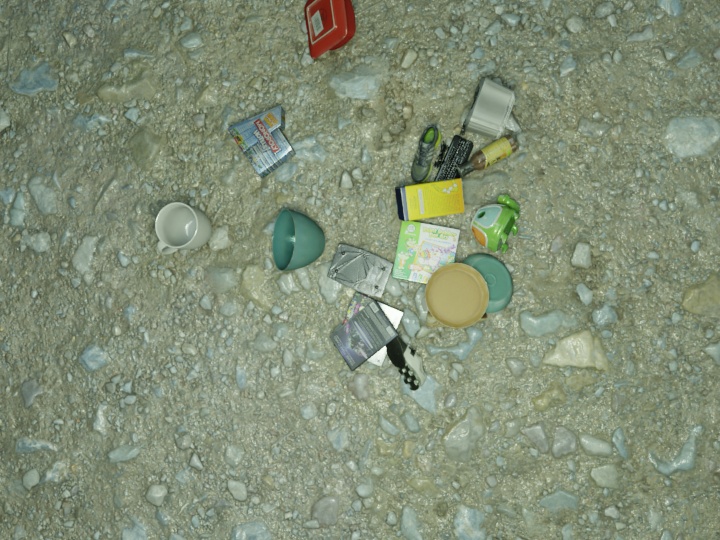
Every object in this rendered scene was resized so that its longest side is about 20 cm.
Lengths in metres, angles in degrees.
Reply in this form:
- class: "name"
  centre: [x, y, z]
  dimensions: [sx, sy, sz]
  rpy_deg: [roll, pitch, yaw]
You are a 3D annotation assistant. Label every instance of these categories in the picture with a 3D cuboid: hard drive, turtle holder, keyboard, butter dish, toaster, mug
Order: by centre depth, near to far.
- class: "turtle holder"
  centre: [0.436, -0.160, 1.639]
  dimensions: [0.131, 0.141, 0.187]
  rpy_deg: [27, 100, 23]
- class: "toaster"
  centre: [0.417, -0.517, 1.664]
  dimensions: [0.128, 0.114, 0.202]
  rpy_deg: [21, 89, 4]
- class: "keyboard"
  centre: [0.297, -0.356, 1.708]
  dimensions: [0.103, 0.040, 0.202]
  rpy_deg: [24, 90, 6]
- class: "butter dish"
  centre: [-0.080, -0.833, 1.717]
  dimensions: [0.198, 0.147, 0.203]
  rpy_deg: [-10, 88, 46]
- class: "hard drive"
  centre: [0.000, 0.000, 1.726]
  dimensions: [0.198, 0.042, 0.136]
  rpy_deg: [21, 90, 6]
- class: "mug"
  centre: [-0.602, -0.126, 1.728]
  dimensions: [0.200, 0.175, 0.148]
  rpy_deg: [-40, 84, 4]

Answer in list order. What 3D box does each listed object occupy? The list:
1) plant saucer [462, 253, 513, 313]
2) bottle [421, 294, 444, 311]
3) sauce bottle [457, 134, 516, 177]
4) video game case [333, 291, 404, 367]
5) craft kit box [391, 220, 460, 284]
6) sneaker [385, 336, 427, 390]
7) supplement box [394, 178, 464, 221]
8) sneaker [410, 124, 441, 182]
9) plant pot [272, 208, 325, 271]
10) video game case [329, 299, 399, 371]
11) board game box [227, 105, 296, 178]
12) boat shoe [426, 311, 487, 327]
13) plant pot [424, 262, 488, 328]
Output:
- class: "plant saucer"
  centre: [0.411, 0.034, 1.643]
  dimensions: [0.198, 0.036, 0.202]
  rpy_deg: [5, 70, -14]
- class: "bottle"
  centre: [0.294, 0.092, 1.645]
  dimensions: [0.198, 0.065, 0.084]
  rpy_deg: [-9, 70, -18]
- class: "sauce bottle"
  centre: [0.415, -0.374, 1.685]
  dimensions: [0.199, 0.065, 0.065]
  rpy_deg: [-29, 86, 6]
- class: "video game case"
  centre: [0.028, 0.197, 1.720]
  dimensions: [0.180, 0.036, 0.202]
  rpy_deg: [22, 91, 6]
- class: "craft kit box"
  centre: [0.218, -0.055, 1.706]
  dimensions: [0.198, 0.049, 0.200]
  rpy_deg: [10, 87, 6]
- class: "sneaker"
  centre: [0.154, 0.288, 1.686]
  dimensions: [0.074, 0.088, 0.202]
  rpy_deg: [-29, 88, 43]
- class: "supplement box"
  centre: [0.222, -0.230, 1.651]
  dimensions: [0.198, 0.109, 0.111]
  rpy_deg: [-9, 100, -6]
- class: "sneaker"
  centre: [0.210, -0.391, 1.693]
  dimensions: [0.073, 0.081, 0.202]
  rpy_deg: [14, 88, 17]
- class: "plant pot"
  centre: [-0.196, -0.095, 1.693]
  dimensions: [0.133, 0.199, 0.203]
  rpy_deg: [4, 88, -31]
- class: "video game case"
  centre: [0.010, 0.213, 1.676]
  dimensions: [0.200, 0.019, 0.143]
  rpy_deg: [-39, 72, 12]
- class: "board game box"
  centre: [-0.321, -0.462, 1.766]
  dimensions: [0.199, 0.062, 0.201]
  rpy_deg: [-35, 85, 5]
- class: "boat shoe"
  centre: [0.315, 0.156, 1.682]
  dimensions: [0.197, 0.072, 0.065]
  rpy_deg: [3, 123, -1]
- class: "plant pot"
  centre: [0.297, 0.078, 1.585]
  dimensions: [0.197, 0.027, 0.203]
  rpy_deg: [0, 81, 0]
